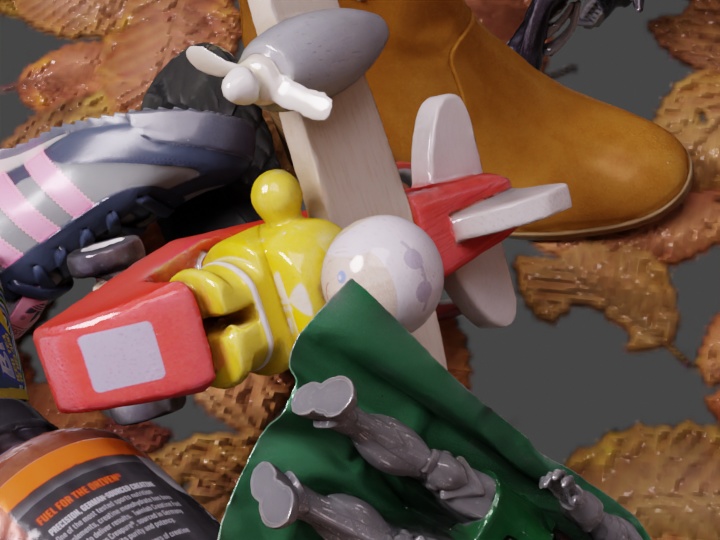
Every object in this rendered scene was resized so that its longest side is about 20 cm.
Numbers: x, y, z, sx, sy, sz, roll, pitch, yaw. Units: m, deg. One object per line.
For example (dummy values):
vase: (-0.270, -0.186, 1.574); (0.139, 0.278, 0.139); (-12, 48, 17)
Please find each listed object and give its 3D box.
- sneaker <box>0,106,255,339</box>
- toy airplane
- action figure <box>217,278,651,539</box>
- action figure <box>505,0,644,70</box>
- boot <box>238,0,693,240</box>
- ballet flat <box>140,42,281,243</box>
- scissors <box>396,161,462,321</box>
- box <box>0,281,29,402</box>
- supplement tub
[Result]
sneaker: (-0.131, -0.013, 0.944); (0.199, 0.070, 0.082); (-15, 71, 23)
toy airplane: (0.000, 0.000, 0.837); (0.200, 0.200, 0.141); (-64, 22, -10)
action figure: (0.048, 0.099, 0.782); (0.055, 0.200, 0.118); (26, 87, 56)
action figure: (0.063, -0.149, 1.019); (0.199, 0.102, 0.119); (15, 42, -13)
boot: (0.042, -0.087, 0.940); (0.200, 0.144, 0.071); (9, 54, 15)
ballet flat: (-0.058, -0.029, 0.981); (0.066, 0.057, 0.200); (-35, 45, 16)
scissors: (-0.004, 0.042, 0.909); (0.073, 0.014, 0.200); (38, 61, -14)
box: (-0.242, 0.047, 0.896); (0.199, 0.064, 0.070); (-16, 83, 6)
supplement tub: (-0.090, 0.129, 0.813); (0.107, 0.107, 0.200); (-38, 55, -20)
